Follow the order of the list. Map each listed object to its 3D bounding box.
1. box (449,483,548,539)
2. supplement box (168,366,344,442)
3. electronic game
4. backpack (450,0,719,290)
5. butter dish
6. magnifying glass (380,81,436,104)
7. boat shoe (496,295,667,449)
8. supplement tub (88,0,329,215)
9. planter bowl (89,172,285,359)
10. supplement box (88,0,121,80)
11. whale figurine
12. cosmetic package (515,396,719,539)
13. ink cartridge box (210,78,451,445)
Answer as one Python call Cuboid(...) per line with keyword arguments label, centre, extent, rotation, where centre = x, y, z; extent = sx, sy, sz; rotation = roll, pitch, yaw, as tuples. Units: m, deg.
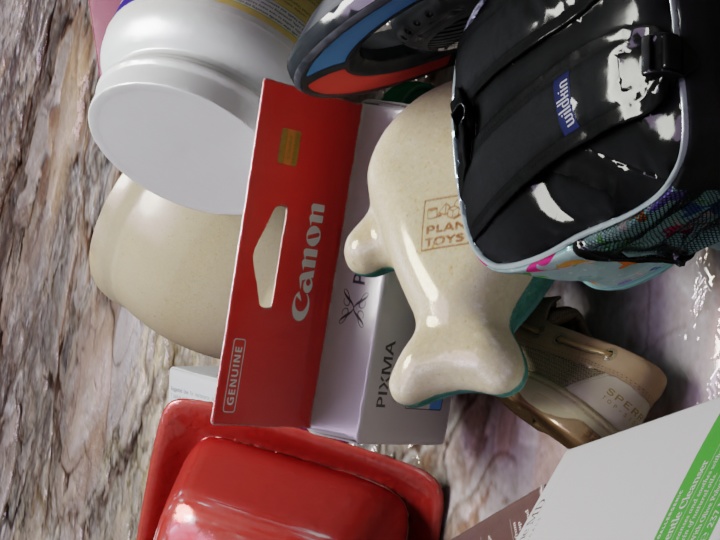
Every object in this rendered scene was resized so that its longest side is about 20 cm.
Cuboid(label="box", centre=(0.091, 0.193, 1.095), extent=(0.200, 0.075, 0.100), rotation=(-40, 54, 55))
Cuboid(label="supplement box", centre=(-0.078, 0.171, 1.406), extent=(0.103, 0.101, 0.200), rotation=(4, 93, 64))
Cuboid(label="electronic game", centre=(0.054, -0.142, 1.045), extent=(0.200, 0.200, 0.042), rotation=(-38, 74, 58))
Cuboid(label="backpack", centre=(0.130, -0.082, 0.934), extent=(0.200, 0.150, 0.178), rotation=(-32, 55, 51))
Cuboid(label="butter dish", centre=(-0.067, 0.209, 1.246), extent=(0.148, 0.199, 0.200), rotation=(-48, -28, -68))
Cuboid(label="magnifying glass", centre=(0.021, -0.019, 1.222), extent=(0.022, 0.080, 0.200), rotation=(11, 88, 33))
Cuboid(label="boat shoe", centre=(0.104, 0.051, 1.095), extent=(0.065, 0.071, 0.200), rotation=(-51, 30, -3))
Cuboid(label="supplement tub", centre=(-0.070, -0.149, 1.191), extent=(0.145, 0.145, 0.200), rotation=(-41, 23, 57))
Cuboid(label="planter bowl", centre=(-0.059, -0.016, 1.309), extent=(0.135, 0.200, 0.200), rotation=(42, 131, 22))
Cuboid(label="supplement box", centre=(-0.110, -0.141, 1.382), extent=(0.200, 0.086, 0.110), rotation=(45, -147, -65))
Cuboid(label="whale figurine", centre=(0.070, -0.009, 1.073), extent=(0.159, 0.104, 0.200), rotation=(-10, 56, 26))
Cuboid(label="cosmetic package", centre=(0.154, 0.128, 0.909), extent=(0.108, 0.085, 0.200), rotation=(-57, 14, -29))
Cuboid(label="ink cartridge box", centre=(0.000, 0.000, 1.148), extent=(0.045, 0.176, 0.200), rotation=(9, 91, 37))
